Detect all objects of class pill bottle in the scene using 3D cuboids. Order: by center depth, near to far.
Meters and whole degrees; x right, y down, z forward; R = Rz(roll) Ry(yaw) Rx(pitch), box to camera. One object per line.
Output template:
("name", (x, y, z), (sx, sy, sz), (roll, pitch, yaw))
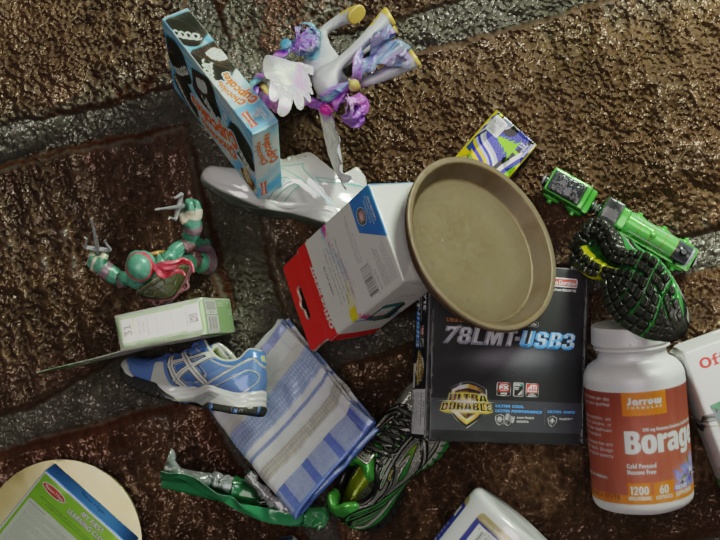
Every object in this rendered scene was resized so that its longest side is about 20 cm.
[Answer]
("pill bottle", (0.303, 0.157, 1.290), (0.111, 0.112, 0.201), (-6, 95, 6))
("pill bottle", (0.114, 0.356, 1.310), (0.120, 0.120, 0.200), (39, 93, 6))

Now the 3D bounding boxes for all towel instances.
("towel", (-0.082, 0.164, 1.337), (0.147, 0.024, 0.200), (-48, 53, 4))

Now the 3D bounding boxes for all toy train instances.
("toy train", (0.295, -0.058, 1.336), (0.199, 0.056, 0.042), (30, 89, 6))

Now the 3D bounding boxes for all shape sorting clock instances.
("shape sorting clock", (-0.356, 0.326, 1.398), (0.199, 0.039, 0.202), (0, 87, 7))

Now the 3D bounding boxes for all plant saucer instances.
("plant saucer", (0.125, -0.026, 1.251), (0.199, 0.029, 0.201), (16, 60, -29))

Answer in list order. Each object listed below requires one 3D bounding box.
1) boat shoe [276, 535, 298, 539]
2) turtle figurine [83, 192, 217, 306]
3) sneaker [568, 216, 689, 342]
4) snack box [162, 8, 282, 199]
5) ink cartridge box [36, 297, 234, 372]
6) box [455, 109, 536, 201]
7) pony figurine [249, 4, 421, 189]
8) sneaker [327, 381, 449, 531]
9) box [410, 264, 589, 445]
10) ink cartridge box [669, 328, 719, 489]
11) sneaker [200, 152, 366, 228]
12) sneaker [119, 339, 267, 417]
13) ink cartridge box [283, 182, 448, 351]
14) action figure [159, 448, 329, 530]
("boat shoe", (-0.131, 0.390, 1.364), (0.200, 0.072, 0.072), (-43, 89, 13))
("turtle figurine", (-0.231, -0.011, 1.313), (0.149, 0.200, 0.101), (-17, 79, 7))
("sneaker", (0.304, 0.012, 1.264), (0.085, 0.200, 0.078), (25, 112, -27))
("snack box", (-0.155, -0.188, 1.323), (0.037, 0.116, 0.200), (-29, 62, -18))
("ink cartridge box", (-0.255, 0.072, 1.343), (0.199, 0.146, 0.048), (-11, 87, 6))
("box", (0.113, -0.086, 1.348), (0.064, 0.070, 0.200), (42, 93, 4))
("pony figurine", (-0.036, -0.212, 1.325), (0.199, 0.193, 0.167), (-31, 127, 5))
("sneaker", (0.037, 0.205, 1.323), (0.078, 0.085, 0.201), (31, 90, 33))
("box", (0.157, 0.092, 1.308), (0.199, 0.050, 0.200), (5, 85, -19))
("ink cartridge box", (0.449, 0.157, 1.299), (0.145, 0.084, 0.201), (-21, 86, 5))
("sneaker", (-0.087, -0.100, 1.376), (0.199, 0.070, 0.081), (13, 84, -1))
("sneaker", (-0.190, 0.119, 1.360), (0.199, 0.076, 0.078), (7, 83, 24))
("ink cartridge box", (0.000, 0.000, 1.303), (0.067, 0.200, 0.117), (-7, 69, -37))
("action figure", (-0.131, 0.258, 1.357), (0.199, 0.118, 0.055), (20, 80, -3))
